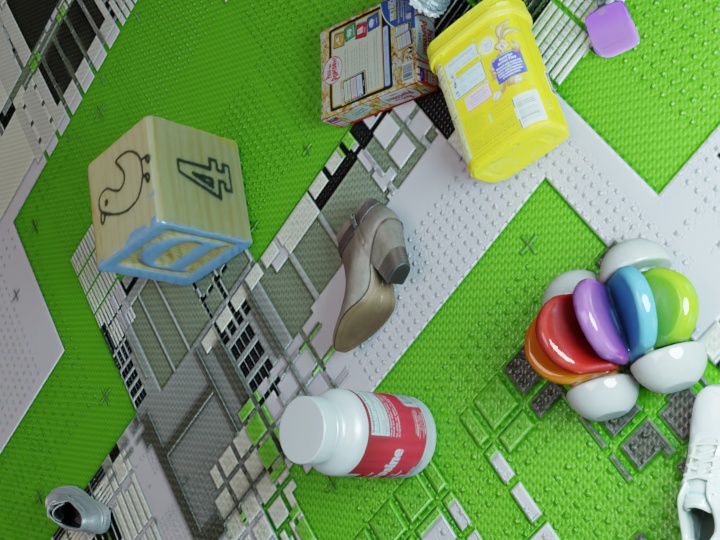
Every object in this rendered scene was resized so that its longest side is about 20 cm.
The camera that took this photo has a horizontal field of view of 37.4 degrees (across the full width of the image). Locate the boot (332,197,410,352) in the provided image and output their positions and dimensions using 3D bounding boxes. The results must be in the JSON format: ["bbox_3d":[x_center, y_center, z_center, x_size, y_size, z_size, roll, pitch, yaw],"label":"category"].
[{"bbox_3d":[0.000,0.000,1.535,0.200,0.070,0.146,-52,43,23],"label":"boot"}]

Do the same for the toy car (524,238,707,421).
[{"bbox_3d":[0.271,0.062,1.179,0.200,0.150,0.175,-32,60,37],"label":"toy car"}]

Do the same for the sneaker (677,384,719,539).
[{"bbox_3d":[0.367,0.217,1.101,0.070,0.080,0.201,-10,73,46],"label":"sneaker"}]

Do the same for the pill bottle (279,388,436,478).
[{"bbox_3d":[-0.004,0.213,1.388,0.112,0.200,0.113,-12,73,44],"label":"pill bottle"}]

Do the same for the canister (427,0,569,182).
[{"bbox_3d":[0.178,-0.233,1.385,0.148,0.086,0.200,-33,60,36],"label":"canister"}]

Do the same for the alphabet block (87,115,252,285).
[{"bbox_3d":[-0.321,-0.111,1.785,0.195,0.196,0.200,-30,61,36],"label":"alphabet block"}]

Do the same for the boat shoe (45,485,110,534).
[{"bbox_3d":[-0.543,0.448,1.976,0.200,0.068,0.072,14,92,46],"label":"boat shoe"}]

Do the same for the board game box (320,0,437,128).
[{"bbox_3d":[0.023,-0.314,1.586,0.200,0.046,0.152,-13,72,43],"label":"board game box"}]

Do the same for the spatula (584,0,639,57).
[{"bbox_3d":[0.297,-0.357,1.335,0.056,0.021,0.200,-23,62,26],"label":"spatula"}]

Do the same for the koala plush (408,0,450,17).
[{"bbox_3d":[0.104,-0.463,1.463,0.177,0.184,0.200,-33,73,33],"label":"koala plush"}]
